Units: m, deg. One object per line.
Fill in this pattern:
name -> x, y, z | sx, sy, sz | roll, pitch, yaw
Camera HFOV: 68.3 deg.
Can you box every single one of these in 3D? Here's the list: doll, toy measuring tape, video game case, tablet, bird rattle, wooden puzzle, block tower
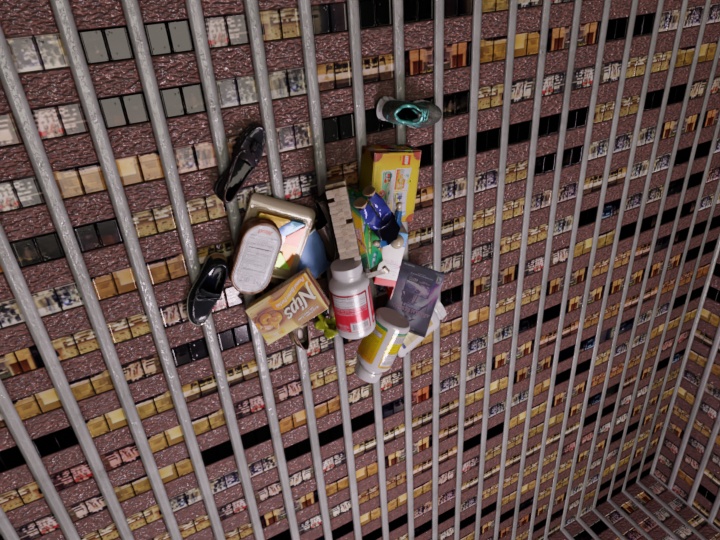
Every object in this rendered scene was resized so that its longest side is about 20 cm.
doll -> 0.063, -0.127, 1.369 | 0.137, 0.048, 0.201 | -53, 131, -16
toy measuring tape -> 0.000, 0.000, 1.491 | 0.197, 0.075, 0.073 | -18, 137, 34
video game case -> 0.159, 0.082, 1.594 | 0.019, 0.140, 0.204 | 76, 34, -72
tablet -> -0.120, -0.051, 1.473 | 0.199, 0.014, 0.131 | -40, 127, -6
bird rattle -> -0.031, 0.124, 1.562 | 0.196, 0.112, 0.167 | -4, 96, -28
wooden puzzle -> -0.223, -0.081, 1.373 | 0.182, 0.037, 0.204 | 12, 105, -30
block tower -> -0.044, -0.125, 1.344 | 0.056, 0.054, 0.204 | -12, 112, 4

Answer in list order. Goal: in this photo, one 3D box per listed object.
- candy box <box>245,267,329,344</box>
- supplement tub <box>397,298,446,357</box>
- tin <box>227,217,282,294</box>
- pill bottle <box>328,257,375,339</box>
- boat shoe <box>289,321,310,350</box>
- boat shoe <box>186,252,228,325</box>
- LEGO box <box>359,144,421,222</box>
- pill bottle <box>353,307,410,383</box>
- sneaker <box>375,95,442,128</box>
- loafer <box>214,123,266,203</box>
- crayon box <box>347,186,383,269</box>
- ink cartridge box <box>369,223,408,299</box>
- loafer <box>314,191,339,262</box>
candy box -> -0.194, 0.095, 1.421 | 0.198, 0.055, 0.117 | -31, 104, 9
supplement tub -> 0.157, 0.155, 1.658 | 0.199, 0.144, 0.145 | -38, 127, -7
tin -> -0.264, -0.033, 1.341 | 0.110, 0.042, 0.203 | 9, 111, -33
pill bottle -> -0.024, 0.072, 1.426 | 0.110, 0.112, 0.204 | -19, 118, -20
boat shoe -> -0.174, 0.138, 1.501 | 0.071, 0.072, 0.204 | -16, 121, -22
boat shoe -> -0.386, 0.054, 1.342 | 0.074, 0.062, 0.203 | 15, 107, -36
LEGO box -> 0.076, -0.235, 1.454 | 0.146, 0.077, 0.204 | -8, 117, -27
pill bottle -> 0.056, 0.219, 1.535 | 0.111, 0.113, 0.203 | 10, 114, -33
sneaker -> 0.141, -0.407, 1.395 | 0.196, 0.091, 0.079 | -6, 118, -28
loafer -> -0.274, -0.247, 1.252 | 0.071, 0.063, 0.202 | 26, 99, -37
crayon box -> -0.009, -0.117, 1.424 | 0.058, 0.118, 0.204 | -29, 122, -33
ink cartridge box -> 0.074, -0.034, 1.522 | 0.066, 0.117, 0.204 | 10, 110, -10
loafer -> -0.091, -0.110, 1.407 | 0.070, 0.073, 0.204 | -18, 113, -30
